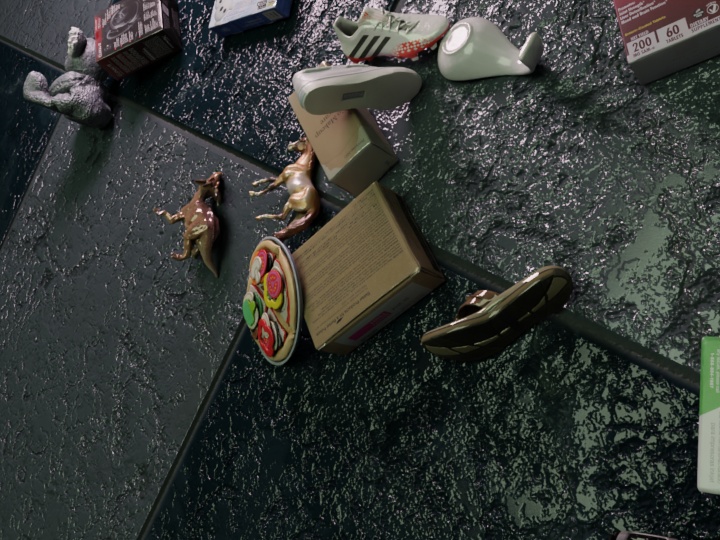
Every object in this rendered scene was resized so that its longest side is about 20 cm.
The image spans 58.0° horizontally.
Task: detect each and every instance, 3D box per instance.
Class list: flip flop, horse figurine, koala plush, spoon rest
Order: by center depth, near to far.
[{"bbox_3d":[0.164,0.049,0.800,0.200,0.081,0.058,-37,40,22],"label":"flip flop"},{"bbox_3d":[0.181,-0.307,0.914,0.200,0.060,0.100,36,98,52],"label":"spoon rest"},{"bbox_3d":[-0.115,-0.125,1.073,0.132,0.050,0.201,-23,52,8],"label":"horse figurine"},{"bbox_3d":[-0.652,-0.455,1.537,0.183,0.177,0.201,20,89,28],"label":"koala plush"}]

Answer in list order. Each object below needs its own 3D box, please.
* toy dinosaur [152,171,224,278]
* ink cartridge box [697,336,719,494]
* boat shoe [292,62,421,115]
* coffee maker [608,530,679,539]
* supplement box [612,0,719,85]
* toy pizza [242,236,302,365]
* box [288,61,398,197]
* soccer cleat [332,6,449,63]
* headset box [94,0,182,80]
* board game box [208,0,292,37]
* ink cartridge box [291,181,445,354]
[{"bbox_3d":[-0.289,-0.093,1.192,0.135,0.086,0.201,-34,63,17],"label":"toy dinosaur"},{"bbox_3d":[0.413,0.138,0.568,0.199,0.083,0.147,-1,76,37],"label":"ink cartridge box"},{"bbox_3d":[-0.005,-0.278,0.965,0.072,0.199,0.069,101,147,-54],"label":"boat shoe"},{"bbox_3d":[0.328,0.318,0.547,0.199,0.134,0.193,-18,66,33],"label":"coffee maker"},{"bbox_3d":[0.359,-0.337,0.772,0.108,0.061,0.201,-19,65,33],"label":"supplement box"},{"bbox_3d":[-0.145,0.048,1.011,0.200,0.032,0.201,10,101,59],"label":"toy pizza"},{"bbox_3d":[-0.030,-0.224,1.028,0.095,0.078,0.200,-41,55,20],"label":"box"},{"bbox_3d":[0.043,-0.372,1.005,0.199,0.085,0.069,6,58,41],"label":"soccer cleat"},{"bbox_3d":[-0.513,-0.537,1.471,0.199,0.077,0.149,-21,64,15],"label":"headset box"},{"bbox_3d":[-0.206,-0.584,1.299,0.199,0.043,0.200,3,79,39],"label":"board game box"},{"bbox_3d":[0.000,0.000,0.938,0.200,0.075,0.165,-38,57,23],"label":"ink cartridge box"}]
